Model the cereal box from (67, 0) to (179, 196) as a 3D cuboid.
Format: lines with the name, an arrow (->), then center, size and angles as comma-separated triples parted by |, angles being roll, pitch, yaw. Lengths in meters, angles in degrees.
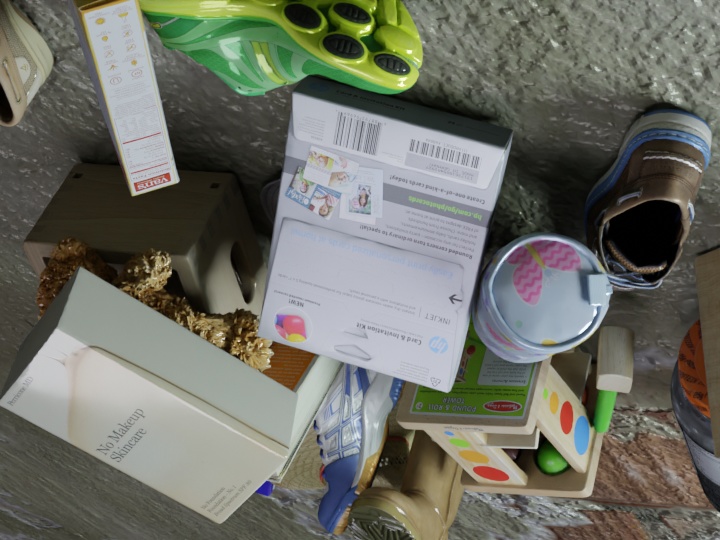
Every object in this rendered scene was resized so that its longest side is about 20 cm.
cereal box -> -0.159, -0.158, 0.871 | 0.039, 0.145, 0.200 | -18, 154, -9

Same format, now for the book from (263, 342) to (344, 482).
book -> -0.092, 0.089, 1.221 | 0.132, 0.201, 0.048 | 5, 130, 25

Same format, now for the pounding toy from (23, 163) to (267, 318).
pounding toy -> -0.174, 0.005, 1.209 | 0.182, 0.143, 0.201 | 5, 136, 22

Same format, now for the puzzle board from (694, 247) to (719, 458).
puzzle board -> 0.309, 0.038, 0.942 | 0.017, 0.152, 0.200 | 9, 160, -31

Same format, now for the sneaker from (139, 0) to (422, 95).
sneaker -> -0.049, -0.153, 0.886 | 0.198, 0.074, 0.084 | 19, 152, 18

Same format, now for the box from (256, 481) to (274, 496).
box -> -0.168, 0.135, 1.455 | 0.198, 0.106, 0.184 | 16, 154, 2

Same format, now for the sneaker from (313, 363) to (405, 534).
sneaker -> -0.015, 0.143, 1.303 | 0.087, 0.202, 0.075 | 18, -177, 5

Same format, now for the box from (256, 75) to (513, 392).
box -> 0.014, -0.024, 1.002 | 0.154, 0.041, 0.202 | 15, 118, 10

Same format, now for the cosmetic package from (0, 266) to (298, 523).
cosmetic package -> -0.157, 0.097, 1.048 | 0.199, 0.073, 0.104 | 31, 126, -18

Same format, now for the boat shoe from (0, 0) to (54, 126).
boat shoe -> -0.286, -0.181, 0.982 | 0.071, 0.065, 0.200 | 2, 149, 28

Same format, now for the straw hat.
straw hat -> 0.010, 0.204, 1.390 | 0.199, 0.086, 0.202 | -17, 150, -11

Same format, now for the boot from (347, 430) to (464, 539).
boot -> 0.057, 0.171, 1.280 | 0.066, 0.201, 0.176 | 7, 148, 21

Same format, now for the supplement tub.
supplement tub -> 0.315, 0.116, 1.105 | 0.121, 0.123, 0.200 | 4, 149, 25

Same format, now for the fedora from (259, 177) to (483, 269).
fedora -> 0.000, 0.000, 1.114 | 0.198, 0.091, 0.177 | 0, 147, 32

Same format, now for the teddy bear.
teddy bear -> -0.164, 0.050, 1.091 | 0.199, 0.067, 0.145 | 35, 136, -12

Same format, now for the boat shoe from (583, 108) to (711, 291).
boat shoe -> 0.190, -0.029, 0.964 | 0.072, 0.073, 0.201 | 12, 153, 8

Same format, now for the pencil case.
pencil case -> 0.129, 0.024, 1.023 | 0.090, 0.084, 0.200 | 12, 175, 5

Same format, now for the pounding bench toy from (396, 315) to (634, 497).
pounding bench toy -> 0.163, 0.111, 1.185 | 0.198, 0.125, 0.156 | -2, 147, 34
